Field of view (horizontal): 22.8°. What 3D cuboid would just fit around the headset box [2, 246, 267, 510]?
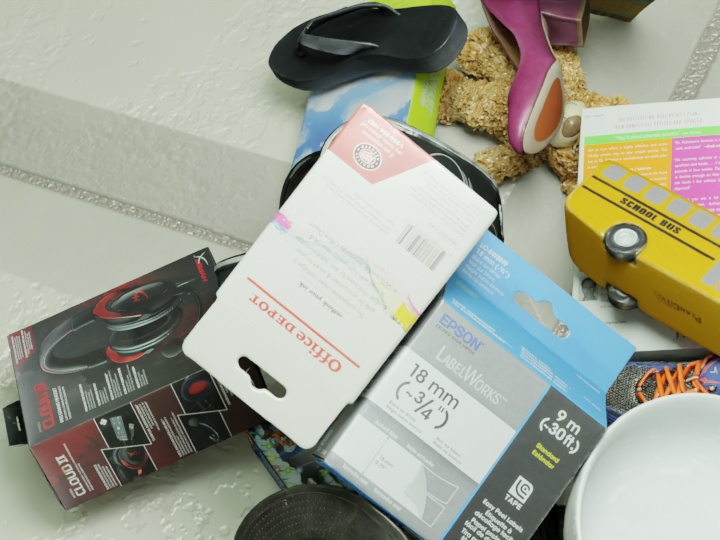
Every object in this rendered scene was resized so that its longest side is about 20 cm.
[{"bbox_3d":[-0.181,0.085,1.381,0.199,0.075,0.149,-23,37,-2],"label":"headset box"}]

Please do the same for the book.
[{"bbox_3d":[0.232,-0.031,1.368,0.133,0.048,0.202,-4,68,28],"label":"book"}]

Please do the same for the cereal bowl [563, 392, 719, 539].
[{"bbox_3d":[0.226,0.190,1.208,0.198,0.083,0.202,6,62,-11],"label":"cereal bowl"}]

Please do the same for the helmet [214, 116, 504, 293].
[{"bbox_3d":[0.000,0.000,1.305,0.199,0.200,0.192,17,77,24],"label":"helmet"}]

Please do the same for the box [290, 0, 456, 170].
[{"bbox_3d":[0.011,-0.150,1.532,0.121,0.048,0.201,-15,48,33],"label":"box"}]

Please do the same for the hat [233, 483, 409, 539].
[{"bbox_3d":[0.003,0.236,1.229,0.200,0.202,0.081,28,24,29],"label":"hat"}]

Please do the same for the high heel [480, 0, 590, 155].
[{"bbox_3d":[0.122,-0.162,1.451,0.095,0.068,0.201,6,39,18],"label":"high heel"}]

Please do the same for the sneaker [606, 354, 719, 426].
[{"bbox_3d":[0.258,0.086,1.302,0.198,0.079,0.076,-1,52,12],"label":"sneaker"}]

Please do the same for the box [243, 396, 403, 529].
[{"bbox_3d":[0.028,0.118,1.354,0.199,0.040,0.137,-32,53,-12],"label":"box"}]

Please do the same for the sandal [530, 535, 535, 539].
[{"bbox_3d":[0.089,0.185,1.253,0.076,0.043,0.202,-16,64,27],"label":"sandal"}]

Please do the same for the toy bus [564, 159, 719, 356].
[{"bbox_3d":[0.237,0.000,1.284,0.199,0.065,0.078,32,60,32],"label":"toy bus"}]

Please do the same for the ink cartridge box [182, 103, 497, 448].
[{"bbox_3d":[-0.015,0.005,1.181,0.116,0.067,0.200,39,90,-1],"label":"ink cartridge box"}]

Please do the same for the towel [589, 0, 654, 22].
[{"bbox_3d":[0.174,-0.243,1.493,0.145,0.200,0.022,14,91,1],"label":"towel"}]

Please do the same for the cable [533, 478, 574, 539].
[{"bbox_3d":[0.136,0.189,1.259,0.096,0.050,0.201,2,59,13],"label":"cable"}]

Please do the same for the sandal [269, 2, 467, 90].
[{"bbox_3d":[0.001,-0.199,1.500,0.199,0.043,0.077,-3,53,40],"label":"sandal"}]

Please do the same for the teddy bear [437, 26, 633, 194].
[{"bbox_3d":[0.138,-0.141,1.509,0.144,0.067,0.200,-30,52,-8],"label":"teddy bear"}]

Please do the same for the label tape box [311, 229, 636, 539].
[{"bbox_3d":[0.084,0.089,1.197,0.144,0.063,0.201,37,82,-4],"label":"label tape box"}]
